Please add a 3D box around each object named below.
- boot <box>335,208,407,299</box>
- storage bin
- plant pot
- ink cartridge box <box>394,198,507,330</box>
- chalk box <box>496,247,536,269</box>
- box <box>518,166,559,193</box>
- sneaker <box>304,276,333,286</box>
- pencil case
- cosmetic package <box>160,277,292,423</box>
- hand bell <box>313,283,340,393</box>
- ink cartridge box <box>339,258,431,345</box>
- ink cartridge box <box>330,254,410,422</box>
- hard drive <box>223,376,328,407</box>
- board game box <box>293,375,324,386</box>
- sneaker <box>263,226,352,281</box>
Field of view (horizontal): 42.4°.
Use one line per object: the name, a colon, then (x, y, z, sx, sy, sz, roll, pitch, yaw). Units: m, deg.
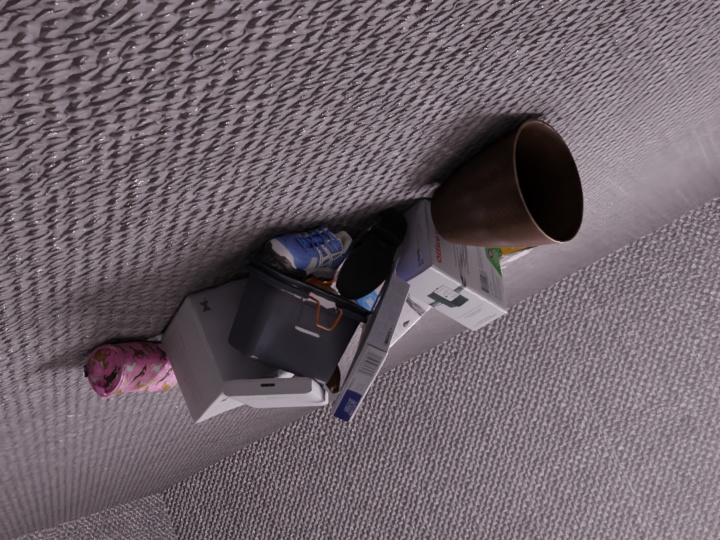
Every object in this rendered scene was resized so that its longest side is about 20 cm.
boot: (0.000, 0.000, 1.544, 0.201, 0.069, 0.174, -54, -176, -34)
storage bin: (-0.096, 0.085, 1.408, 0.198, 0.136, 0.145, 23, 180, -34)
plant pot: (0.212, -0.112, 1.441, 0.198, 0.190, 0.186, -17, 176, 42)
ink cartridge box: (0.151, -0.008, 1.580, 0.199, 0.148, 0.083, 30, 132, -34)
chalk box: (0.216, -0.048, 1.778, 0.123, 0.125, 0.200, -15, 165, -43)
box: (0.238, -0.144, 1.544, 0.199, 0.071, 0.064, -31, 168, 25)
sneaker: (-0.102, 0.075, 1.738, 0.073, 0.077, 0.200, -9, 146, -50)
pencil case: (-0.381, 0.167, 1.581, 0.086, 0.084, 0.200, -29, 168, 16)
cosmetic package: (-0.213, 0.129, 1.557, 0.166, 0.168, 0.200, -17, 164, -31)
hand bell: (-0.060, 0.125, 1.532, 0.102, 0.201, 0.105, -8, 129, -10)
ink cartridge box: (0.075, 0.026, 1.658, 0.200, 0.117, 0.068, -43, -158, -18)
ink cartridge box: (0.023, 0.108, 1.473, 0.201, 0.040, 0.201, 115, -2, -47)
hard drive: (-0.125, 0.189, 1.432, 0.130, 0.027, 0.200, -3, 167, 4)
board game box: (-0.167, 0.179, 1.744, 0.197, 0.035, 0.136, 10, -169, -6)
sneaker: (-0.078, -0.035, 1.408, 0.077, 0.076, 0.200, -50, 163, 14)
